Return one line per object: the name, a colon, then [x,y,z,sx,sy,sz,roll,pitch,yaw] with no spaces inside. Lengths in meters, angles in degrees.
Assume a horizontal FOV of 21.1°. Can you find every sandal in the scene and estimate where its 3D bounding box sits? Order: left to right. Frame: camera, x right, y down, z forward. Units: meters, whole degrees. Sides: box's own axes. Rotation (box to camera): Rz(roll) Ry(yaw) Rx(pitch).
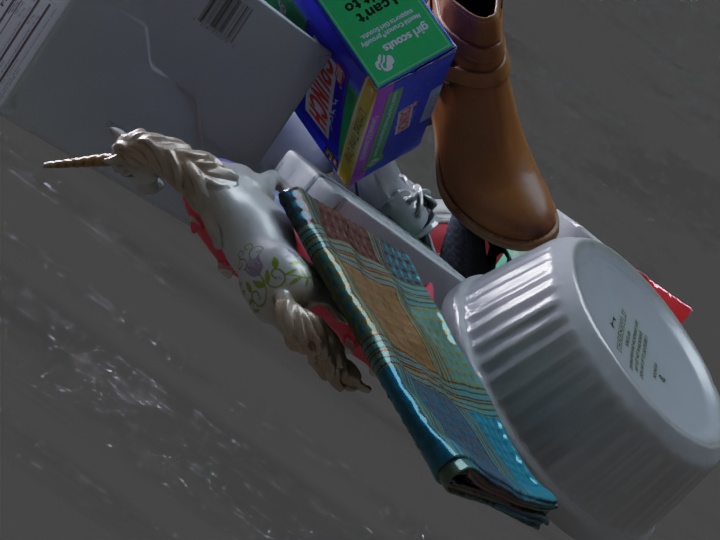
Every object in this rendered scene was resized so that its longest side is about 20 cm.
sandal: [0.089,0.027,1.425,0.042,0.076,0.202,7,52,-14]

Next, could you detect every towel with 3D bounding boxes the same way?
towel: [0.034,0.048,1.088,0.146,0.022,0.201,30,26,-59]

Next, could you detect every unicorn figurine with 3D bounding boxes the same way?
unicorn figurine: [-0.065,-0.019,1.100,0.200,0.074,0.137,40,6,37]

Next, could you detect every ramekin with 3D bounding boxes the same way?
ramekin: [0.148,0.070,1.225,0.202,0.094,0.203,42,26,-25]

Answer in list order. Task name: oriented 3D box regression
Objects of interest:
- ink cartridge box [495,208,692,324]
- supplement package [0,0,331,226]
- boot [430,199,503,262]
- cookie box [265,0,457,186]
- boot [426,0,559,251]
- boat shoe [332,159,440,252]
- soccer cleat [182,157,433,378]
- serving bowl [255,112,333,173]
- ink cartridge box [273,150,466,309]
ink cartridge box: [0.138,0.050,1.412,0.050,0.162,0.200,33,5,-23]
supplement package: [-0.149,-0.146,1.290,0.199,0.156,0.111,31,5,-45]
boot: [0.034,0.018,1.602,0.198,0.146,0.072,-2,-17,12]
cookie box: [-0.026,-0.186,1.395,0.201,0.075,0.171,55,-18,13]
boot: [0.094,-0.128,1.395,0.156,0.076,0.201,97,-23,-51]
boat shoe: [0.031,-0.041,1.517,0.074,0.065,0.202,-61,139,-56]
soccer cleat: [-0.031,-0.012,1.228,0.200,0.067,0.077,39,43,-20]
serving bowl: [-0.099,-0.134,1.538,0.198,0.066,0.200,5,23,-2]
ink cartridge box: [0.000,0.000,1.378,0.146,0.083,0.200,35,3,-18]
